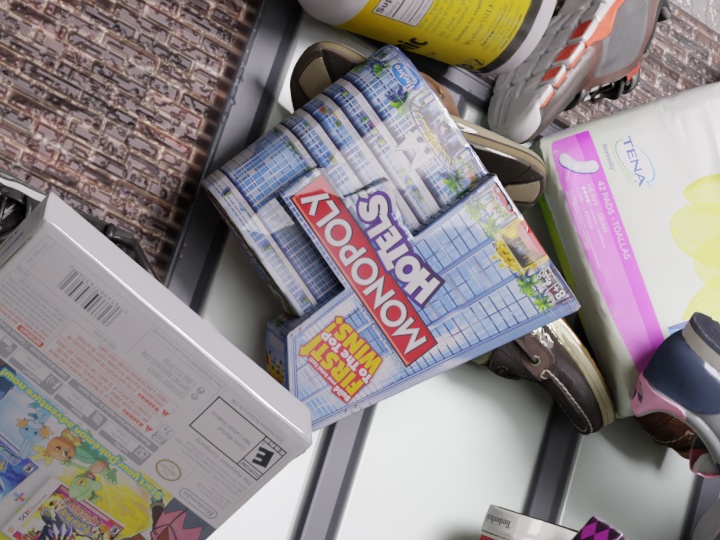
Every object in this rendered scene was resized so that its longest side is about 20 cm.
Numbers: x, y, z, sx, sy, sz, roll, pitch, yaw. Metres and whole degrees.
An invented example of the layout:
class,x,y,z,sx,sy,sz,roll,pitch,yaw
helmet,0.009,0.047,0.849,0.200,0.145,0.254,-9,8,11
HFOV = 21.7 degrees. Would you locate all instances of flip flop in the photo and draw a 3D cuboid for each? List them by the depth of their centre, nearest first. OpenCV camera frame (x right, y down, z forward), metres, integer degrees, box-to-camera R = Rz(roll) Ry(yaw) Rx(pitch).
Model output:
class,x,y,z,sx,sy,sz,roll,pitch,yaw
flip flop,0.039,-0.097,1.248,0.199,0.081,0.058,22,45,-25

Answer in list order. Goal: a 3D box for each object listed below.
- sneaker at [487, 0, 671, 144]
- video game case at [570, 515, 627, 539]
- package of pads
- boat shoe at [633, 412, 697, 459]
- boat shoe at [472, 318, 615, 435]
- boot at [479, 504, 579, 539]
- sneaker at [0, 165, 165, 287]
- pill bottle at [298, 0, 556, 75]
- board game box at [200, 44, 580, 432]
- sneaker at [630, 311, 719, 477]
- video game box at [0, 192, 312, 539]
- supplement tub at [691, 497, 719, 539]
class,x,y,z,sx,sy,sz,roll,pitch,yaw
sneaker,0.168,-0.148,1.334,0.082,0.077,0.200,51,61,-23
video game case,0.130,0.288,1.209,0.200,0.036,0.182,-45,126,-15
package of pads,0.218,-0.018,1.299,0.153,0.068,0.202,-18,81,-9
boat shoe,0.254,0.034,1.360,0.070,0.070,0.201,35,66,-27
boat shoe,0.098,0.039,1.269,0.065,0.073,0.201,-40,106,-9
boot,0.143,0.250,1.267,0.199,0.072,0.146,20,85,-34
sneaker,-0.182,-0.011,1.077,0.200,0.098,0.071,39,66,-20
pill bottle,0.023,-0.205,1.227,0.199,0.111,0.112,15,75,-29
board game box,0.000,0.000,1.167,0.199,0.062,0.201,-38,105,-7
sneaker,0.264,0.117,1.240,0.200,0.070,0.082,42,108,-9
video game box,-0.158,0.086,1.045,0.182,0.047,0.200,-43,111,14
supplement tub,0.327,0.243,1.289,0.143,0.145,0.201,0,46,-32
